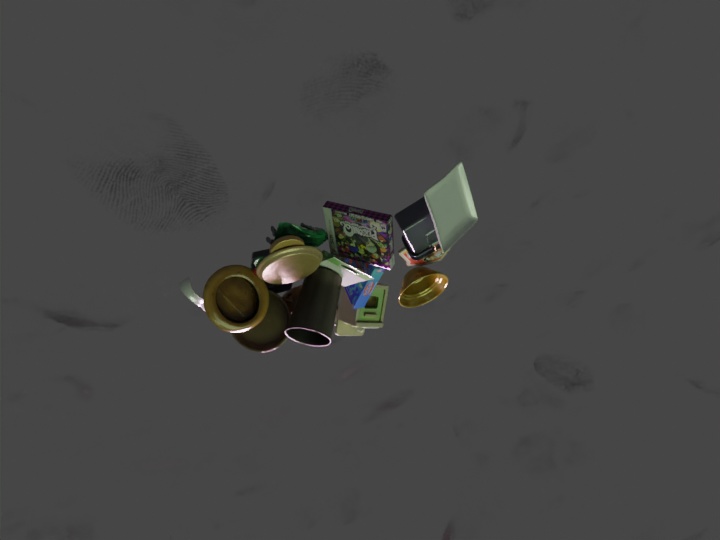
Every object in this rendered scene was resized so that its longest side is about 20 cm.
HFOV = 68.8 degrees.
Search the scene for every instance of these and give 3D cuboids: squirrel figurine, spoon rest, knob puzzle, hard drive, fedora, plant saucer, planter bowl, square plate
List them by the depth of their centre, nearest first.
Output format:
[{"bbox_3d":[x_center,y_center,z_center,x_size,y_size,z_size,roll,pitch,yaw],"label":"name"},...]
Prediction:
[{"bbox_3d":[-0.364,0.078,1.520,0.200,0.082,0.202,-4,100,-27],"label":"fedora"},{"bbox_3d":[0.263,-0.186,1.542,0.200,0.028,0.199,-41,122,-33],"label":"square plate"},{"bbox_3d":[-0.449,0.085,1.558,0.099,0.061,0.200,-34,146,14],"label":"spoon rest"},{"bbox_3d":[-0.269,0.004,1.581,0.134,0.042,0.200,-14,147,-18],"label":"hard drive"},{"bbox_3d":[-0.304,0.148,1.597,0.199,0.201,0.029,-32,-175,10],"label":"plant saucer"},{"bbox_3d":[-0.264,0.146,1.708,0.186,0.142,0.200,-25,170,32],"label":"squirrel figurine"},{"bbox_3d":[0.247,-0.069,1.833,0.218,0.031,0.220,-19,147,-12],"label":"knob puzzle"},{"bbox_3d":[0.217,0.044,1.938,0.199,0.084,0.201,-18,148,-12],"label":"planter bowl"}]

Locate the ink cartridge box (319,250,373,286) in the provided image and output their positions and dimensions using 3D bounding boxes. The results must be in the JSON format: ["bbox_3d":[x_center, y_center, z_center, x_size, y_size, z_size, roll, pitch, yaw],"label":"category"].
[{"bbox_3d":[-0.058,-0.010,1.568,0.145,0.048,0.200,28,158,-22],"label":"ink cartridge box"}]

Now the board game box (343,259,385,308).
[{"bbox_3d":[0.000,0.000,1.661,0.045,0.153,0.200,-4,142,-29],"label":"board game box"}]

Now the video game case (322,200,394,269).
[{"bbox_3d":[-0.003,-0.098,1.479,0.182,0.199,0.036,84,30,-45],"label":"video game case"}]

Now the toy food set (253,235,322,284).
[{"bbox_3d":[-0.204,-0.022,1.476,0.198,0.049,0.200,-33,153,28],"label":"toy food set"}]

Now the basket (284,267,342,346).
[{"bbox_3d":[-0.131,0.105,1.561,0.135,0.201,0.180,19,156,-11],"label":"basket"}]

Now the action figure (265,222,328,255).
[{"bbox_3d":[-0.167,-0.096,1.499,0.199,0.055,0.118,-2,140,-39],"label":"action figure"}]

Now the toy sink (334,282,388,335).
[{"bbox_3d":[0.006,0.138,1.807,0.130,0.112,0.201,7,95,-40],"label":"toy sink"}]

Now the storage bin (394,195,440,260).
[{"bbox_3d":[0.208,-0.142,1.627,0.199,0.146,0.134,-31,137,9],"label":"storage bin"}]

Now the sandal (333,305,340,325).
[{"bbox_3d":[-0.061,0.162,1.931,0.200,0.057,0.080,-32,153,2],"label":"sandal"}]

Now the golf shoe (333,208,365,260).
[{"bbox_3d":[-0.025,-0.087,1.575,0.072,0.092,0.200,-5,144,-34],"label":"golf shoe"}]
